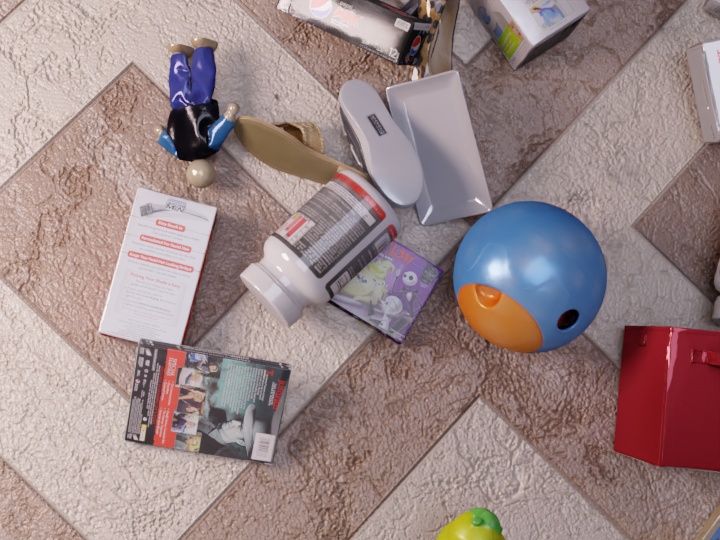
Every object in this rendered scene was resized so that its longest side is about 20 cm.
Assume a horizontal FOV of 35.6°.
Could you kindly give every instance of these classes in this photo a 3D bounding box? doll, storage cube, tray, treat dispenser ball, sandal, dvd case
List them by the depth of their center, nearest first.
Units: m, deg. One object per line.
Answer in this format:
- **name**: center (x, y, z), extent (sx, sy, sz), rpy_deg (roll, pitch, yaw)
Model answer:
- **dvd case**: center (-0.200, 0.173, 1.466), extent (0.200, 0.022, 0.146), rpy_deg (10, 109, -4)
- **treat dispenser ball**: center (0.222, 0.009, 1.477), extent (0.200, 0.201, 0.201), rpy_deg (1, 82, -7)
- **storage cube**: center (0.450, 0.169, 1.489), extent (0.171, 0.200, 0.180), rpy_deg (6, 88, -7)
- **doll**: center (-0.220, -0.211, 1.518), extent (0.136, 0.048, 0.200), rpy_deg (-6, 82, 25)
- **tray**: center (0.110, -0.168, 1.541), extent (0.107, 0.022, 0.200), rpy_deg (-11, 103, 21)
- **sandal**: center (-0.071, -0.170, 1.544), extent (0.211, 0.078, 0.070), rpy_deg (29, 55, -9)

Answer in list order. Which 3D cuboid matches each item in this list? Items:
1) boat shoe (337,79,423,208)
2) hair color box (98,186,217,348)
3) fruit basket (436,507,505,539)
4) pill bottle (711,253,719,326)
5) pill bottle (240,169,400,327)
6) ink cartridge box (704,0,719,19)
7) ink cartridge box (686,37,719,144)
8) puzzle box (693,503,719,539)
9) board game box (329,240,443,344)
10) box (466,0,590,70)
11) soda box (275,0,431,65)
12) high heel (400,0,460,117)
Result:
- **boat shoe**: center (0.022, -0.163, 1.530), extent (0.072, 0.068, 0.200), rpy_deg (-23, 71, -18)
- **hair color box**: center (-0.267, 0.001, 1.490), extent (0.111, 0.064, 0.200), rpy_deg (15, 83, -5)
- **fruit basket**: center (0.132, 0.386, 1.439), extent (0.215, 0.156, 0.216), rpy_deg (-1, 98, -6)
- **pill bottle**: center (0.561, -0.015, 1.566), extent (0.114, 0.114, 0.200), rpy_deg (17, 81, -4)
- **pill bottle**: center (-0.054, -0.027, 1.467), extent (0.200, 0.116, 0.116), rpy_deg (-43, 89, -10)
- **ink cartridge box**: center (0.627, -0.433, 1.662), extent (0.160, 0.047, 0.200), rpy_deg (30, 82, -2)
- **ink cartridge box**: center (0.580, -0.271, 1.592), extent (0.200, 0.085, 0.145), rpy_deg (-12, 95, 0)
- **puzzle box**: center (0.510, 0.422, 1.547), extent (0.133, 0.025, 0.200), rpy_deg (39, 80, -1)
- **board game box**: center (0.000, 0.000, 1.541), extent (0.200, 0.032, 0.120), rpy_deg (31, 76, -2)
- **box**: center (0.213, -0.403, 1.575), extent (0.101, 0.112, 0.200), rpy_deg (-33, 87, -8)
- **soda box**: center (-0.009, -0.346, 1.525), extent (0.200, 0.071, 0.063), rpy_deg (29, 110, 16)
- **high heel**: center (0.126, -0.301, 1.540), extent (0.143, 0.071, 0.200), rpy_deg (-38, 81, 33)
